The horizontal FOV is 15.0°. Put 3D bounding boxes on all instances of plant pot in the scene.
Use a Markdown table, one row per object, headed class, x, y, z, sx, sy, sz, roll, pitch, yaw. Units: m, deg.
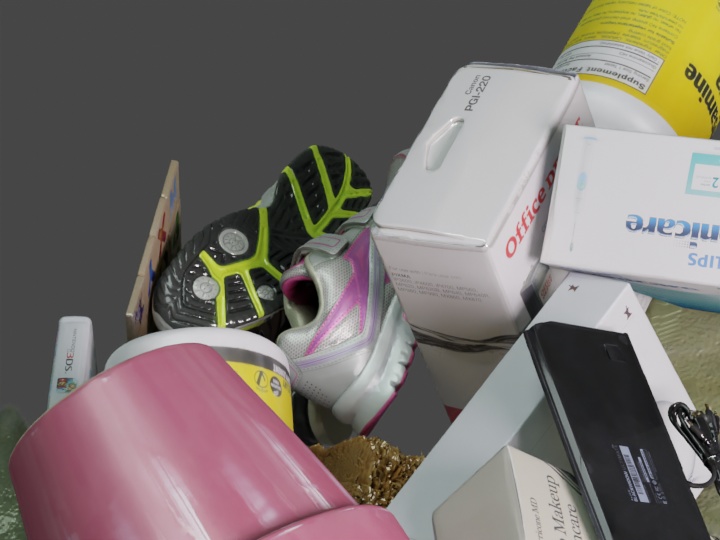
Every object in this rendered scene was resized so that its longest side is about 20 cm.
| class | x | y | z | sx | sy | sz | roll | pitch | yaw |
| --- | --- | --- | --- | --- | --- | --- | --- | --- | --- |
| plant pot | -0.086 | 0.146 | 1.416 | 0.199 | 0.200 | 0.179 | -30 | 71 | -5 |

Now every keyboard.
| class | x | y | z | sx | sy | sz | roll | pitch | yaw |
| --- | --- | --- | --- | --- | --- | --- | --- | --- | --- |
| keyboard | 0.158 | 0.115 | 1.450 | 0.021 | 0.127 | 0.201 | -47 | 47 | 37 |

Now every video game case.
| class | x | y | z | sx | sy | sz | roll | pitch | yaw |
| --- | --- | --- | --- | --- | --- | --- | --- | --- | --- |
| video game case | -0.168 | 0.160 | 1.612 | 0.024 | 0.201 | 0.183 | 0 | 45 | 2 |

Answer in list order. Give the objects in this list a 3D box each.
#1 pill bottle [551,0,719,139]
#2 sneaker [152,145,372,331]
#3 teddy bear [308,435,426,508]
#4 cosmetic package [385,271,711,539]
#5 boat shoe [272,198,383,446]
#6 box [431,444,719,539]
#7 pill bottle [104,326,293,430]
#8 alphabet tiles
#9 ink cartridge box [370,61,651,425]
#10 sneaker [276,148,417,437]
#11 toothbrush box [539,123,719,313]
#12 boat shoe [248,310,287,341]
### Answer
| class | x | y | z | sx | sy | sz | roll | pitch | yaw |
| --- | --- | --- | --- | --- | --- | --- | --- | --- | --- |
| pill bottle | 0.177 | -0.109 | 1.777 | 0.112 | 0.113 | 0.200 | 9 | 53 | 33 |
| sneaker | -0.065 | -0.002 | 1.757 | 0.075 | 0.076 | 0.200 | 44 | 46 | 8 |
| teddy bear | -0.007 | 0.196 | 1.604 | 0.145 | 0.067 | 0.201 | -25 | 45 | 18 |
| cosmetic package | 0.109 | 0.125 | 1.540 | 0.052 | 0.151 | 0.200 | 10 | 52 | 47 |
| boat shoe | -0.014 | 0.027 | 1.762 | 0.063 | 0.074 | 0.202 | 2 | 49 | 29 |
| box | 0.137 | 0.171 | 1.446 | 0.068 | 0.199 | 0.082 | -45 | 36 | 31 |
| pill bottle | -0.090 | 0.143 | 1.569 | 0.111 | 0.111 | 0.201 | -11 | 65 | 16 |
| alphabet tiles | -0.135 | 0.059 | 1.726 | 0.008 | 0.168 | 0.201 | 8 | 48 | 5 |
| ink cartridge box | 0.094 | -0.004 | 1.645 | 0.084 | 0.200 | 0.146 | 7 | 51 | 31 |
| sneaker | 0.000 | 0.000 | 1.680 | 0.088 | 0.081 | 0.201 | 23 | 54 | -6 |
| toothbrush box | 0.217 | -0.021 | 1.596 | 0.146 | 0.200 | 0.086 | 8 | 87 | 33 |
| boat shoe | -0.088 | 0.050 | 1.780 | 0.072 | 0.068 | 0.201 | -14 | 42 | 15 |
